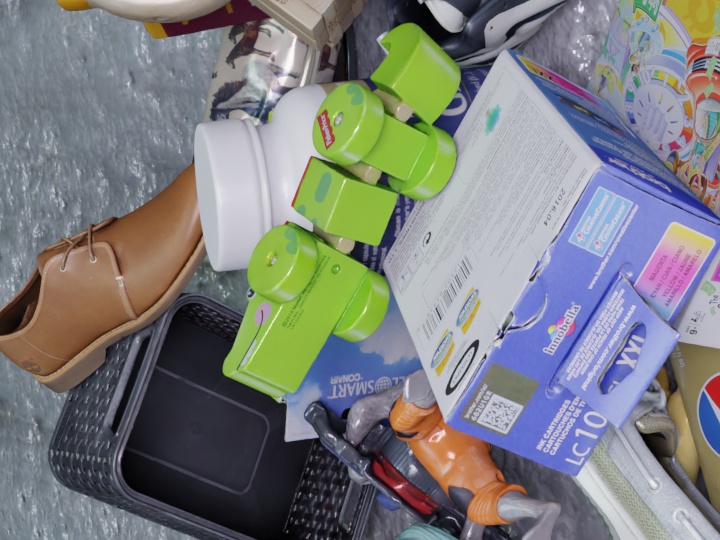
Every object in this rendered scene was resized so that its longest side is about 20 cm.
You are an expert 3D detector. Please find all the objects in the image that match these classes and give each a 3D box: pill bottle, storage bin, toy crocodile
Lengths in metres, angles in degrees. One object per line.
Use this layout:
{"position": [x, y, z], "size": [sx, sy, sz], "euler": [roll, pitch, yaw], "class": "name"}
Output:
{"position": [0.012, -0.052, 0.865], "size": [0.111, 0.199, 0.112], "euler": [172, 90, -77], "class": "pill bottle"}
{"position": [-0.088, 0.109, 1.027], "size": [0.094, 0.200, 0.136], "euler": [-2, 65, 53], "class": "storage bin"}
{"position": [-0.011, -0.030, 0.776], "size": [0.062, 0.067, 0.201], "euler": [33, 99, 53], "class": "toy crocodile"}

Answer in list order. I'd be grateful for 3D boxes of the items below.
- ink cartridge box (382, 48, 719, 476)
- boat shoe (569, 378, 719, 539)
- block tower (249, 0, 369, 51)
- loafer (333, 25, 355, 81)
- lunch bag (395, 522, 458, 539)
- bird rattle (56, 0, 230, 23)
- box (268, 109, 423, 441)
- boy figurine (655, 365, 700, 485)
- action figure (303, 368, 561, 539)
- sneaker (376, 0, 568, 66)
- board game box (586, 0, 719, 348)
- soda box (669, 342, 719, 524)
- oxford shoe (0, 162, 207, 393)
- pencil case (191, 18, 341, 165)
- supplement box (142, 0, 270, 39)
{"position": [0.086, -0.002, 0.719], "size": [0.137, 0.076, 0.200], "euler": [-61, 18, 18], "class": "ink cartridge box"}
{"position": [0.145, 0.103, 0.743], "size": [0.065, 0.074, 0.202], "euler": [-35, 50, 17], "class": "boat shoe"}
{"position": [0.016, -0.213, 0.832], "size": [0.058, 0.200, 0.054], "euler": [37, 174, 10], "class": "block tower"}
{"position": [-0.044, -0.117, 1.057], "size": [0.072, 0.063, 0.201], "euler": [4, 100, 52], "class": "loafer"}
{"position": [0.065, 0.240, 0.910], "size": [0.160, 0.077, 0.200], "euler": [36, 156, 15], "class": "lunch bag"}
{"position": [-0.102, -0.216, 0.843], "size": [0.113, 0.199, 0.164], "euler": [163, 106, -83], "class": "bird rattle"}
{"position": [0.000, 0.000, 0.973], "size": [0.048, 0.121, 0.201], "euler": [28, 118, 57], "class": "box"}
{"position": [0.151, 0.079, 0.838], "size": [0.124, 0.064, 0.201], "euler": [-27, 77, 57], "class": "boy figurine"}
{"position": [0.072, 0.118, 0.912], "size": [0.200, 0.105, 0.193], "euler": [41, 172, -6], "class": "action figure"}
{"position": [0.081, -0.172, 0.803], "size": [0.199, 0.129, 0.080], "euler": [-34, 87, 38], "class": "sneaker"}
{"position": [0.161, -0.075, 0.745], "size": [0.200, 0.034, 0.135], "euler": [-103, 27, -57], "class": "board game box"}
{"position": [0.212, 0.096, 0.758], "size": [0.064, 0.068, 0.201], "euler": [-25, 77, 51], "class": "soda box"}
{"position": [-0.156, -0.003, 0.957], "size": [0.200, 0.071, 0.071], "euler": [-42, 34, 20], "class": "oxford shoe"}
{"position": [-0.056, -0.110, 0.994], "size": [0.089, 0.078, 0.201], "euler": [20, 97, 42], "class": "pencil case"}
{"position": [-0.042, -0.218, 0.911], "size": [0.086, 0.199, 0.111], "euler": [67, -167, -76], "class": "supplement box"}
